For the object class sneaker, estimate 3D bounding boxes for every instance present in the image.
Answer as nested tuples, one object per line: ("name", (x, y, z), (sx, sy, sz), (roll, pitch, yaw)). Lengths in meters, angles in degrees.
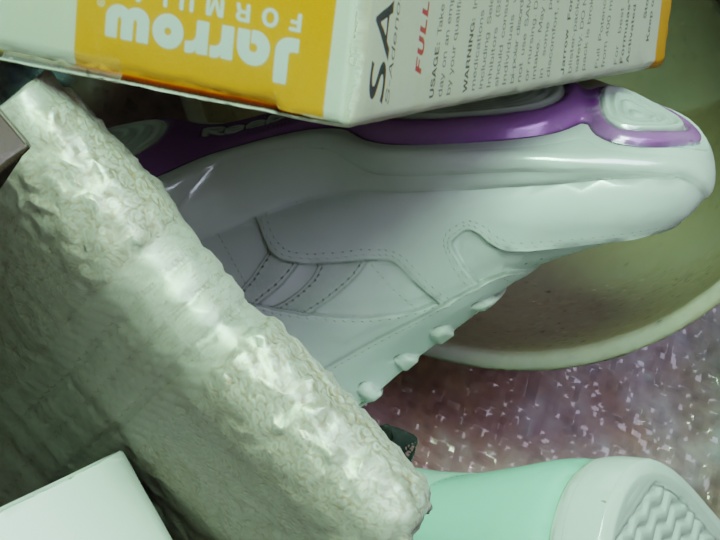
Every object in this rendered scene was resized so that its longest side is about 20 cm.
("sneaker", (0.000, 0.000, 0.797), (0.075, 0.199, 0.100), (-58, 136, -64))
("sneaker", (0.062, 0.106, 0.835), (0.200, 0.118, 0.074), (49, 53, -44))

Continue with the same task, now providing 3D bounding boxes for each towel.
("towel", (-0.057, 0.033, 0.729), (0.133, 0.200, 0.034), (47, 66, -2))

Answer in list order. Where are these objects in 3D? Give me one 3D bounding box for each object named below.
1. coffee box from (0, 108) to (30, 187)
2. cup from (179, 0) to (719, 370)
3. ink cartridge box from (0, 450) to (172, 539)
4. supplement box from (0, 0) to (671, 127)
("coffee box", (-0.161, 0.007, 0.677), (0.113, 0.200, 0.080), (-40, 89, -28))
("cup", (0.064, -0.085, 0.868), (0.201, 0.200, 0.143), (55, 29, 4))
("ink cartridge box", (-0.089, 0.146, 0.701), (0.125, 0.129, 0.200), (-24, 81, -33))
("supplement box", (-0.012, -0.086, 0.708), (0.200, 0.126, 0.074), (-17, 117, -65))
